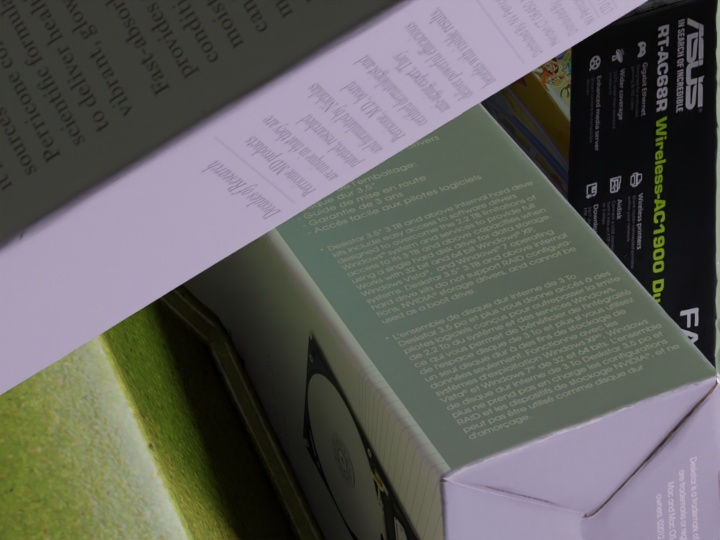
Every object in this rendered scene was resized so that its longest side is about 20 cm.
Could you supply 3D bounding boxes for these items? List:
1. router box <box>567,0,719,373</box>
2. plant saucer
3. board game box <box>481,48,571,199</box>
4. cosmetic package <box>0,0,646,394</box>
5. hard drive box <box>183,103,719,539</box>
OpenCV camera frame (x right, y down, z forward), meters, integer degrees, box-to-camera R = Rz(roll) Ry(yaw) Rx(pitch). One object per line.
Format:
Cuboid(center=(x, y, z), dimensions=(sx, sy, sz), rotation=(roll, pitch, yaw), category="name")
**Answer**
Cuboid(center=(0.134, 0.029, 0.944), dimensions=(0.150, 0.062, 0.201), rotation=(20, 66, -43), category="router box")
Cuboid(center=(-0.052, 0.055, 0.717), dimensions=(0.200, 0.048, 0.200), rotation=(63, 7, 28), category="plant saucer")
Cuboid(center=(0.078, -0.039, 1.071), dimensions=(0.200, 0.034, 0.134), rotation=(52, -13, -7), category="board game box")
Cuboid(center=(-0.048, -0.055, 0.564), dimensions=(0.102, 0.200, 0.071), rotation=(62, 7, 17), category="cosmetic package")
Cuboid(center=(0.018, 0.044, 0.797), dimensions=(0.200, 0.077, 0.156), rotation=(-127, -155, -50), category="hard drive box")
